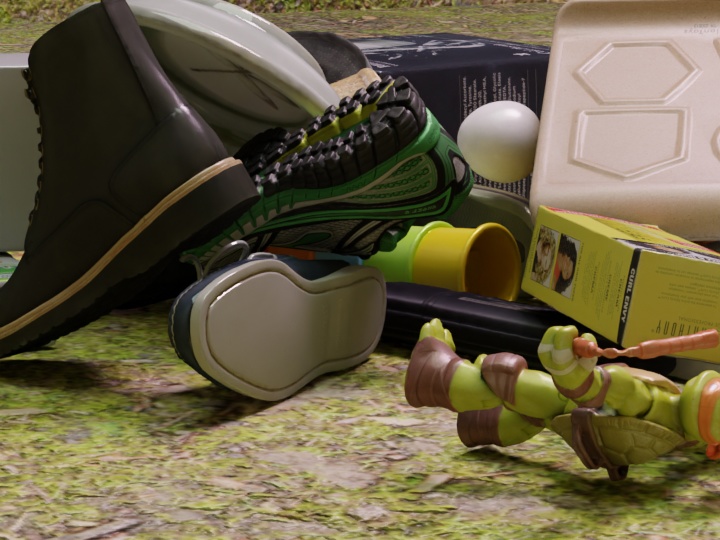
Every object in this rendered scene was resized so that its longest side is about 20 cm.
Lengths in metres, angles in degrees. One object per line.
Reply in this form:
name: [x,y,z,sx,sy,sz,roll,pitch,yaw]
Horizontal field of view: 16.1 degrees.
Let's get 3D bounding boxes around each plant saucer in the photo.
plant saucer: [-0.077,-0.110,1.478,0.199,0.050,0.200,24,-19,9]

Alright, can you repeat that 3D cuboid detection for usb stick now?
usb stick: [0.081,0.033,1.376,0.199,0.033,0.055,10,8,43]

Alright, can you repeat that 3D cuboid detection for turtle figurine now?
turtle figurine: [0.112,0.062,1.139,0.160,0.065,0.199,3,-7,35]

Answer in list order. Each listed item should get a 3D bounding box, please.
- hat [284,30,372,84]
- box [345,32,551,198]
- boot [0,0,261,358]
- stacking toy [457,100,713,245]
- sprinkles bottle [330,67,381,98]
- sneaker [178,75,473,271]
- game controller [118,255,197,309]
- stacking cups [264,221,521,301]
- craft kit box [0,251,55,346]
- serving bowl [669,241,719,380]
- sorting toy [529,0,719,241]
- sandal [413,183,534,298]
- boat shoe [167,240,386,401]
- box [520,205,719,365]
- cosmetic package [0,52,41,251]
hat: [-0.066,-0.074,1.767,0.199,0.202,0.081,6,-27,29]
box: [0.041,-0.105,1.881,0.195,0.125,0.200,-9,14,-33]
boot: [-0.156,-0.048,1.329,0.199,0.139,0.077,-33,-4,27]
stacking toy: [0.156,-0.063,1.524,0.198,0.147,0.146,6,10,-8]
sprinkles bottle: [-0.073,-0.067,1.654,0.199,0.069,0.068,-21,14,-7]
sneaker: [-0.024,-0.032,1.392,0.199,0.085,0.078,-19,33,43]
game controller: [-0.137,-0.047,1.578,0.104,0.042,0.200,-9,39,-16]
stacking cups: [0.000,0.000,1.520,0.199,0.061,0.060,2,9,40]
craft kit box: [-0.297,0.013,1.455,0.199,0.049,0.197,-5,9,-23]
serving bowl: [0.246,0.015,1.385,0.198,0.066,0.200,0,11,0]
sorting toy: [0.194,-0.085,1.442,0.184,0.037,0.201,-1,42,11]
sandal: [0.035,-0.024,1.576,0.200,0.080,0.057,10,28,42]
boat shoe: [-0.052,0.022,1.318,0.061,0.076,0.200,7,11,25]
box: [0.141,0.007,1.268,0.075,0.051,0.200,10,5,-10]
cosmetic package: [-0.268,-0.069,1.484,0.198,0.114,0.081,0,10,-10]
